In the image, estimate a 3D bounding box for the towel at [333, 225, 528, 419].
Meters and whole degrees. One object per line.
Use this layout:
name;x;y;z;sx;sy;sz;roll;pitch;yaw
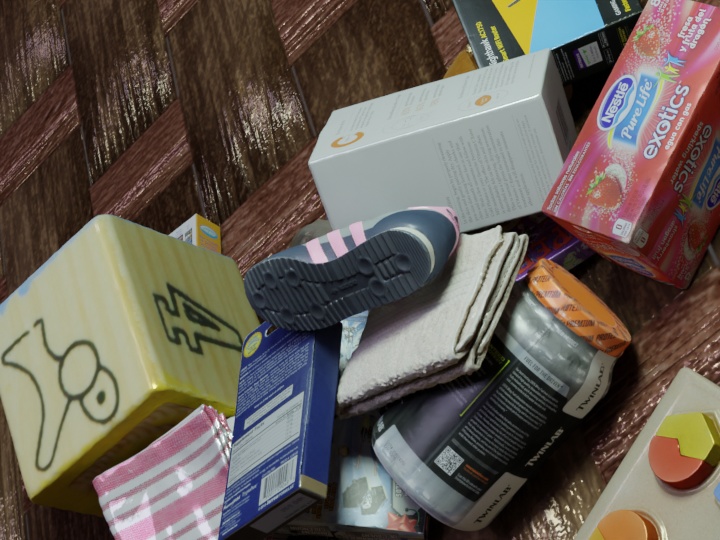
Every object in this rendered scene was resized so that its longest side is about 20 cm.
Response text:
towel;0.050;0.041;1.531;0.200;0.034;0.133;-28;32;54

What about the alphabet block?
alphabet block;-0.208;0.098;1.821;0.195;0.196;0.201;-40;54;27

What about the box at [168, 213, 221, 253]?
box;-0.194;0.035;2.017;0.119;0.041;0.201;-35;44;30

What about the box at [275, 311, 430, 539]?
box;0.000;0.129;1.648;0.136;0.040;0.202;5;62;8

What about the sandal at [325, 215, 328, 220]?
sandal;0.034;-0.060;1.803;0.199;0.043;0.077;3;68;51

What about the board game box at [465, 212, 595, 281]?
board game box;0.111;-0.016;1.644;0.199;0.032;0.120;-33;44;6

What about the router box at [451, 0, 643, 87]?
router box;0.159;-0.239;1.720;0.148;0.051;0.201;-22;42;5

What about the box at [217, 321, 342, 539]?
box;-0.064;0.118;1.594;0.121;0.032;0.201;-38;37;43

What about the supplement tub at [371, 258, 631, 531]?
supplement tub;0.112;0.096;1.529;0.200;0.122;0.123;-49;37;14

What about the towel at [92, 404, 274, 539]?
towel;-0.144;0.234;1.662;0.146;0.030;0.201;-34;66;22

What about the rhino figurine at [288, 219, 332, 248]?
rhino figurine;0.000;0.000;1.775;0.199;0.059;0.088;7;87;50

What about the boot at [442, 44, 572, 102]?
boot;0.095;-0.130;1.757;0.201;0.071;0.144;-43;31;2

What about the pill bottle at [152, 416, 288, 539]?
pill bottle;-0.114;0.209;1.731;0.200;0.112;0.113;-49;37;14

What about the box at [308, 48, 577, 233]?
box;0.072;-0.095;1.606;0.198;0.098;0.125;-15;21;16

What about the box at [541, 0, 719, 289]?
box;0.241;-0.101;1.522;0.095;0.099;0.201;23;84;44

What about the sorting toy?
sorting toy;0.236;0.180;1.392;0.186;0.036;0.200;-58;35;2

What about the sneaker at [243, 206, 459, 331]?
sneaker;-0.003;-0.004;1.558;0.199;0.071;0.082;-12;18;39
